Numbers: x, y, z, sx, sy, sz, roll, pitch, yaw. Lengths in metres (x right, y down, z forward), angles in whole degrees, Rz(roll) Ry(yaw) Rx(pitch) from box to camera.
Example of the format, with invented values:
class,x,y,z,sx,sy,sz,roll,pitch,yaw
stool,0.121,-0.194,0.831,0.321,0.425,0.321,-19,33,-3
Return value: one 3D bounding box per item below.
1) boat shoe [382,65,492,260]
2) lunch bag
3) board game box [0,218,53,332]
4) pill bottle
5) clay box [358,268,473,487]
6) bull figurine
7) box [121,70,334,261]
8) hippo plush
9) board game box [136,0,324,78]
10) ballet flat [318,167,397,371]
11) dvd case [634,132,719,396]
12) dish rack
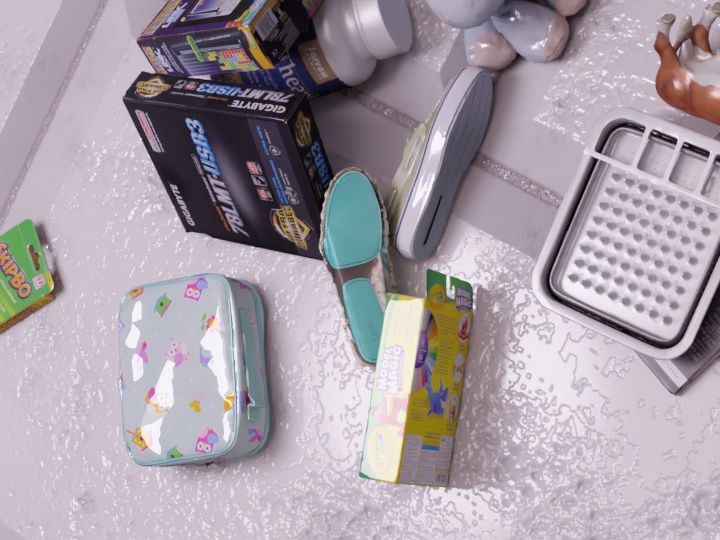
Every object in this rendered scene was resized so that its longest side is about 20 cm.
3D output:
class,x,y,z,sx,sy,sz,roll,pitch,yaw
boat shoe,0.069,-0.112,1.559,0.062,0.072,0.202,26,96,32
lunch bag,-0.171,0.109,1.645,0.158,0.077,0.203,-10,77,24
board game box,-0.436,0.028,1.824,0.199,0.030,0.096,-31,70,23
pill bottle,-0.051,-0.234,1.616,0.198,0.111,0.113,-16,75,24
clay box,0.057,0.103,1.505,0.047,0.115,0.203,5,84,28
bull figurine,0.347,-0.165,1.404,0.199,0.122,0.065,23,50,35
box,-0.122,-0.105,1.592,0.196,0.201,0.050,11,52,27
hippo plush,0.125,-0.301,1.507,0.158,0.160,0.202,-28,71,21
board game box,-0.107,-0.279,1.569,0.164,0.057,0.201,0,46,43
ballet flat,0.000,0.000,1.562,0.075,0.064,0.203,-7,90,2
dvd case,0.313,-0.008,1.445,0.200,0.016,0.149,-46,65,14
dish rack,0.264,-0.033,1.442,0.170,0.043,0.202,25,93,28
